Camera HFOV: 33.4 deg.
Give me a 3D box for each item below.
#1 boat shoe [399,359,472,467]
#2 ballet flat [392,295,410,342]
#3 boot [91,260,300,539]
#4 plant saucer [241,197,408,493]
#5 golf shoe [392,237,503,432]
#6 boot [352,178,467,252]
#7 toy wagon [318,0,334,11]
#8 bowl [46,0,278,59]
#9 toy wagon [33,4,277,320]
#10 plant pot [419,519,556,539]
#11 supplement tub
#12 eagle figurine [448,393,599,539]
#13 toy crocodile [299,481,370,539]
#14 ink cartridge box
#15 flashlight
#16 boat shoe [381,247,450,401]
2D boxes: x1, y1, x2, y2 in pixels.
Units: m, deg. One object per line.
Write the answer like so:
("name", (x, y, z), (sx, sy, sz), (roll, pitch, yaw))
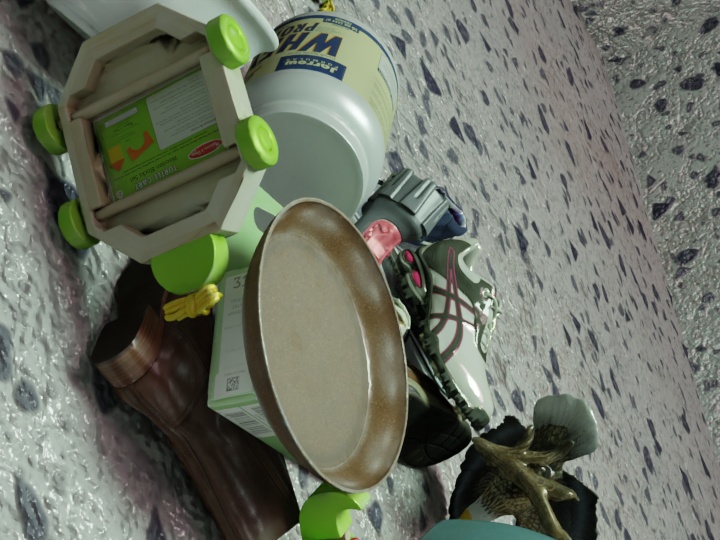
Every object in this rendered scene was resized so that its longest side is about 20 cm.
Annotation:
("boat shoe", (0.048, 0.125, 1.142), (0.200, 0.075, 0.074), (49, 16, -54))
("ballet flat", (0.001, 0.040, 1.109), (0.200, 0.073, 0.073), (40, 35, -46))
("boot", (-0.097, 0.082, 0.850), (0.200, 0.064, 0.187), (57, 32, -26))
("plant saucer", (-0.025, 0.051, 0.813), (0.200, 0.032, 0.201), (39, 45, -53))
("golf shoe", (0.097, 0.052, 1.131), (0.077, 0.088, 0.201), (60, 10, -58))
("boot", (0.038, -0.077, 1.288), (0.200, 0.090, 0.073), (33, 40, -56))
("toy wagon", (-0.072, -0.393, 1.395), (0.201, 0.039, 0.155), (59, 23, -23))
("bowl", (-0.162, -0.196, 0.869), (0.201, 0.090, 0.201), (41, -2, 2))
("toy wagon", (-0.126, -0.065, 0.770), (0.040, 0.154, 0.201), (7, 64, -65))
("plant pot", (0.092, 0.283, 0.980), (0.135, 0.201, 0.200), (38, 13, 19))
("supplement tub", (-0.044, -0.129, 1.063), (0.145, 0.144, 0.200), (57, 23, -25))
("eagle figurine", (0.148, 0.211, 1.130), (0.200, 0.150, 0.153), (69, 22, -63))
("toy crocodile", (-0.018, 0.246, 0.846), (0.067, 0.061, 0.202), (-1, 88, -69))
("ink cartridge box", (-0.048, 0.030, 0.868), (0.145, 0.048, 0.201), (42, 42, -49))
("flashlight", (0.000, 0.000, 1.011), (0.068, 0.068, 0.200), (49, 65, -14))
("boat shoe", (0.064, 0.039, 1.236), (0.201, 0.071, 0.072), (63, 18, 20))
